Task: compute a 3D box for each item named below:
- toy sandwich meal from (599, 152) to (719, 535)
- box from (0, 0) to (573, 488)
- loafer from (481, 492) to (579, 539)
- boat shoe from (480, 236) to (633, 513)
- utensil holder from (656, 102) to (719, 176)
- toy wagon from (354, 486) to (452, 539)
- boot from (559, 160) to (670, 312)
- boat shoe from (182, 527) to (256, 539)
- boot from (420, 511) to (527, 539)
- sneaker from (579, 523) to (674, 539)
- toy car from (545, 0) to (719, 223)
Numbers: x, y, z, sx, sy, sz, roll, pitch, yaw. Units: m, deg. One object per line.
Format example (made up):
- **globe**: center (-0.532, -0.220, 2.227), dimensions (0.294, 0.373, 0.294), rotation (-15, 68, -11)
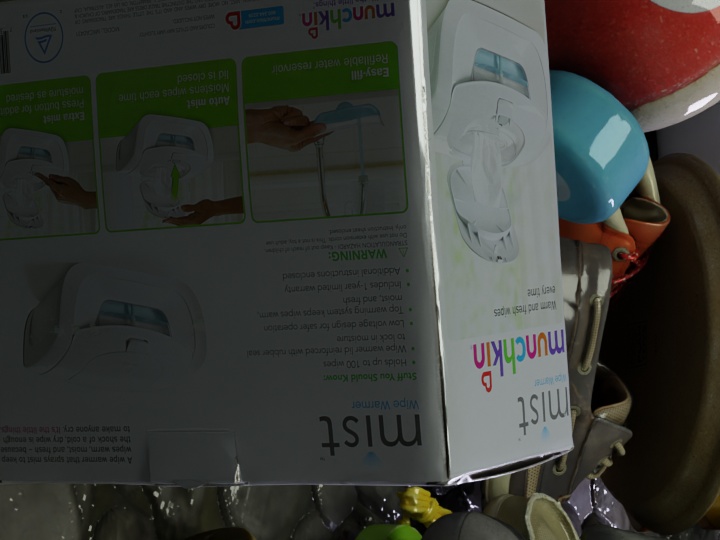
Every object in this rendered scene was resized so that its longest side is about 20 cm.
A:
- **toy sandwich meal**: center (0.166, 0.042, 1.185), dimensions (0.070, 0.205, 0.205), rotation (3, 83, -17)
- **box**: center (-0.038, -0.014, 0.851), dimensions (0.097, 0.200, 0.177), rotation (-8, 93, -58)
- **loafer**: center (0.108, 0.171, 1.034), dimensions (0.076, 0.068, 0.200), rotation (39, 23, -48)
- **boat shoe**: center (0.091, 0.071, 1.119), dimensions (0.075, 0.073, 0.200), rotation (-87, 173, -54)
- **utensil holder**: center (0.247, -0.056, 1.331), dimensions (0.170, 0.170, 0.200), rotation (-15, 102, -57)
- **toy wagon**: center (-0.001, 0.190, 1.042), dimensions (0.155, 0.040, 0.200), rotation (42, 53, -48)
- **boot**: center (0.101, 0.007, 1.154), dimensions (0.075, 0.107, 0.200), rotation (-49, 130, -52)
- **boat shoe**: center (-0.074, 0.186, 0.899), dimensions (0.063, 0.073, 0.201), rotation (59, 35, -30)
- **boot**: center (0.015, 0.174, 0.958), dimensions (0.132, 0.070, 0.200), rotation (44, 51, -52)
- **sneaker**: center (0.138, 0.181, 1.125), dimensions (0.200, 0.076, 0.105), rotation (-166, -90, -80)
- **toy car**: center (0.061, -0.155, 0.971), dimensions (0.184, 0.177, 0.200), rotation (-52, 126, -21)
